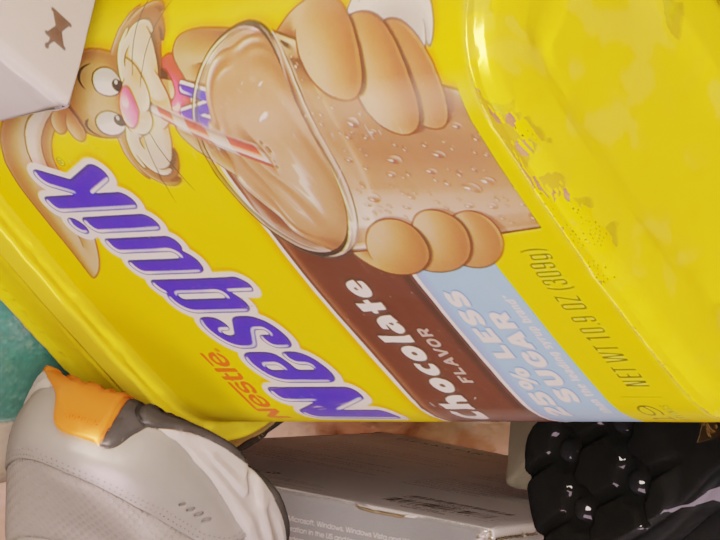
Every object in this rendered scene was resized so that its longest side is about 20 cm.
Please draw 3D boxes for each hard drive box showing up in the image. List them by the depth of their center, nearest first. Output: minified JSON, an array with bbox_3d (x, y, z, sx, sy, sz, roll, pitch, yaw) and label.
[{"bbox_3d":[0.018,0.104,0.943,0.156,0.077,0.200,9,-177,31],"label":"hard drive box"}]

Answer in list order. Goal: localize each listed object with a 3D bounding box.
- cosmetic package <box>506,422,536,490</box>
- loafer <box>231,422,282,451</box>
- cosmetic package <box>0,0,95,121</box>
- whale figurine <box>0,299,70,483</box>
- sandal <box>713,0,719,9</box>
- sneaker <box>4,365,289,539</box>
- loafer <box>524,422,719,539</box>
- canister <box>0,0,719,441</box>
[{"bbox_3d":[0.119,0.010,0.829,0.105,0.071,0.200,12,156,-11],"label":"cosmetic package"},{"bbox_3d":[0.000,0.000,0.836,0.073,0.072,0.200,16,154,-19],"label":"loafer"},{"bbox_3d":[-0.166,-0.078,0.677,0.200,0.085,0.108,-11,143,33],"label":"cosmetic package"},{"bbox_3d":[-0.158,-0.015,0.794,0.200,0.159,0.104,14,118,-9],"label":"whale figurine"},{"bbox_3d":[0.092,-0.082,0.653,0.080,0.054,0.200,26,145,14],"label":"sandal"},{"bbox_3d":[-0.070,0.109,0.771,0.076,0.092,0.200,20,146,17],"label":"sneaker"},{"bbox_3d":[0.124,0.034,0.723,0.070,0.068,0.200,1,161,-37],"label":"loafer"},{"bbox_3d":[-0.002,-0.025,0.686,0.200,0.087,0.149,-3,135,45],"label":"canister"}]
